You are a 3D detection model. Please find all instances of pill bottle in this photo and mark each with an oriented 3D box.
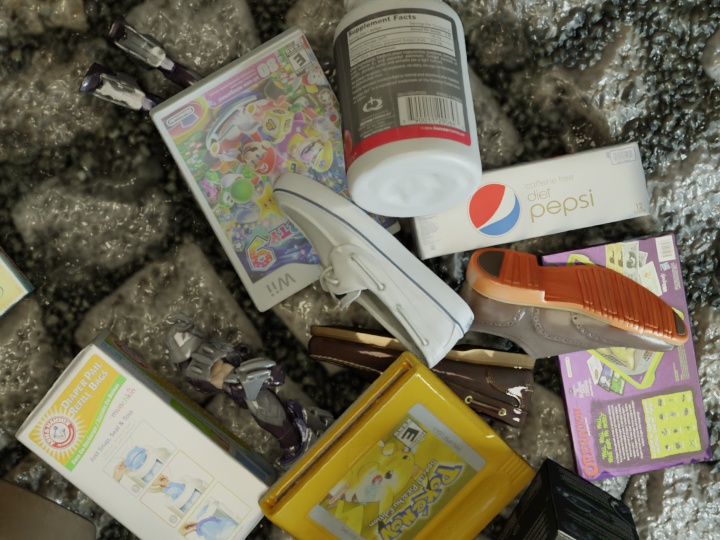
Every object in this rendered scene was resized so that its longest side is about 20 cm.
[{"bbox_3d":[0.035,-0.155,1.477,0.110,0.111,0.202,-5,66,-1],"label":"pill bottle"}]

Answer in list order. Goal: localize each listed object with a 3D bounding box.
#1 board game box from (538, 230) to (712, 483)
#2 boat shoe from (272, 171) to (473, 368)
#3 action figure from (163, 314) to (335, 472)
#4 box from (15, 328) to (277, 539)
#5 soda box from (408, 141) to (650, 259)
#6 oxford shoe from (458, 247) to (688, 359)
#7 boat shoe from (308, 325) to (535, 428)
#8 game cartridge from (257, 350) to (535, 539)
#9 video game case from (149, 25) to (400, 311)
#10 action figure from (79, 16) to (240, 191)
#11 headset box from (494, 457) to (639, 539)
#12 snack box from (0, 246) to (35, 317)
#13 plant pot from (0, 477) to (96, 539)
[{"bbox_3d":[0.229,0.075,1.566,0.119,0.032,0.202,-10,94,-4],"label":"board game box"},{"bbox_3d":[0.000,0.000,1.479,0.200,0.074,0.065,38,75,2],"label":"boat shoe"},{"bbox_3d":[-0.090,0.101,1.506,0.069,0.130,0.200,-47,111,-1],"label":"action figure"},{"bbox_3d":[-0.176,0.153,1.516,0.200,0.113,0.102,40,92,-6],"label":"box"},{"bbox_3d":[0.140,-0.060,1.534,0.198,0.068,0.064,-11,93,-1],"label":"soda box"},{"bbox_3d":[0.177,0.039,1.529,0.198,0.072,0.073,16,123,-6],"label":"oxford shoe"},{"bbox_3d":[0.050,0.090,1.540,0.198,0.070,0.071,10,91,-2],"label":"boat shoe"},{"bbox_3d":[0.035,0.182,1.509,0.176,0.032,0.200,-45,130,2],"label":"game cartridge"},{"bbox_3d":[-0.068,-0.082,1.511,0.143,0.018,0.201,-31,115,-6],"label":"video game case"},{"bbox_3d":[-0.133,-0.134,1.523,0.199,0.069,0.131,27,88,-6],"label":"action figure"},{"bbox_3d":[0.150,0.274,1.479,0.092,0.200,0.175,30,100,-3],"label":"headset box"},{"bbox_3d":[-0.390,0.036,1.539,0.200,0.037,0.116,-39,94,1],"label":"snack box"},{"bbox_3d":[-0.302,0.269,1.496,0.199,0.200,0.176,25,76,-3],"label":"plant pot"}]
